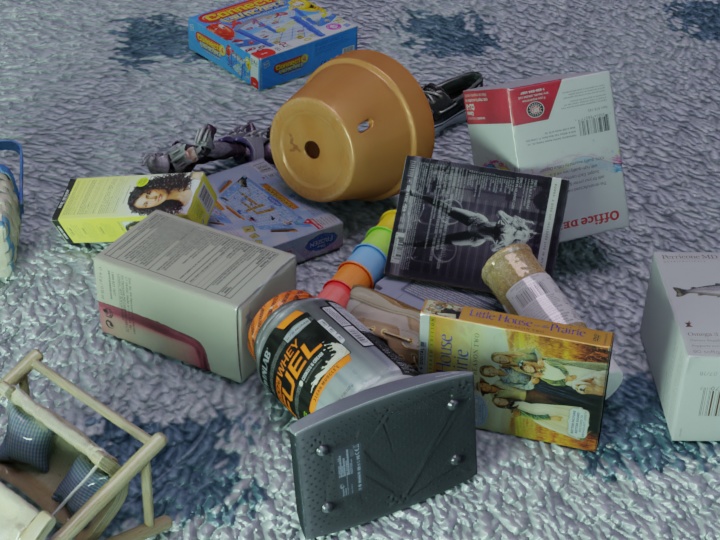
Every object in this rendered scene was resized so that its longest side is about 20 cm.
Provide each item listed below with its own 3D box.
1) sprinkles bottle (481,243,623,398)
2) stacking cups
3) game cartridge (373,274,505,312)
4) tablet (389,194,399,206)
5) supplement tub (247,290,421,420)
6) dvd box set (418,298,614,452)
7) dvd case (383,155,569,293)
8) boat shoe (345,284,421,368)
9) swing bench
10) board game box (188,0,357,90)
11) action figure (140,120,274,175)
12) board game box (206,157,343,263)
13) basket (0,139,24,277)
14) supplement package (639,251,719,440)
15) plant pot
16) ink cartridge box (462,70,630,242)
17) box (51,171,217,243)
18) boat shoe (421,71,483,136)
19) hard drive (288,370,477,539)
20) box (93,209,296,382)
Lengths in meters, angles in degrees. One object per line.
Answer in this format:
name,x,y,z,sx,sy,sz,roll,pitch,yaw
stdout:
sprinkles bottle,0.212,0.060,1.562,0.068,0.068,0.200,-16,55,-24
stacking cups,0.000,0.000,1.708,0.060,0.061,0.200,19,42,25
game cartridge,0.124,0.043,1.661,0.200,0.042,0.133,25,37,31
tablet,0.151,-0.094,1.883,0.199,0.014,0.130,-13,36,-20
supplement tub,-0.029,0.110,1.481,0.122,0.123,0.200,-21,39,-29
dvd box set,0.159,0.110,1.465,0.199,0.147,0.029,11,37,13
dvd case,0.138,-0.051,1.666,0.199,0.149,0.016,10,-7,13
boat shoe,0.060,0.079,1.580,0.200,0.069,0.074,23,-1,40
swing bench,-0.318,0.207,1.324,0.199,0.130,0.200,27,42,32
board game box,-0.141,-0.375,2.249,0.200,0.056,0.196,-25,43,-33
action figure,-0.212,-0.161,1.905,0.199,0.070,0.130,-13,4,-37
board game box,-0.158,-0.061,1.800,0.199,0.041,0.200,-20,39,-28
basket,-0.500,-0.085,1.737,0.176,0.139,0.200,-9,45,-14
supplement package,0.388,0.080,1.541,0.116,0.118,0.200,0,34,-1
plant pot,-0.023,-0.173,1.814,0.200,0.201,0.140,22,32,28
ink cartridge box,0.232,-0.140,1.758,0.145,0.201,0.145,-12,9,-18
box,-0.285,-0.079,1.756,0.199,0.050,0.075,-3,50,23
boat shoe,0.103,-0.244,2.049,0.072,0.071,0.200,30,44,35
hard drive,0.022,0.175,1.380,0.199,0.135,0.042,-17,28,-24
box,-0.188,0.027,1.610,0.199,0.109,0.128,19,38,23
